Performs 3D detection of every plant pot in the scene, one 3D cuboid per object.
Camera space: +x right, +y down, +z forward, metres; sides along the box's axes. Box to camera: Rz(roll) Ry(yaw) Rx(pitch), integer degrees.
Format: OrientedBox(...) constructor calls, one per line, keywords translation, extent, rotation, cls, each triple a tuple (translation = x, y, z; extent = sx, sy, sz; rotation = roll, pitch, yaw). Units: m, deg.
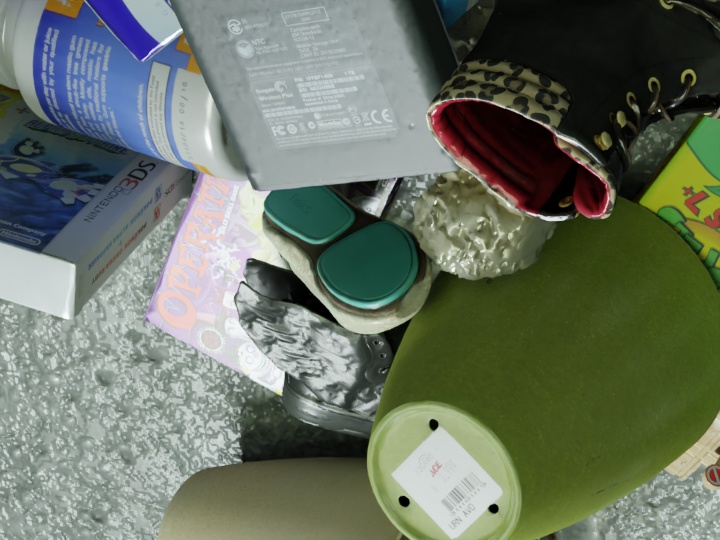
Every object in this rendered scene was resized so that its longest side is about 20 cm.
OrientedBox(translation=(-0.030, 0.198, 1.471), extent=(0.199, 0.187, 0.189), rotation=(13, 123, 31), cls="plant pot")
OrientedBox(translation=(0.090, 0.074, 1.264), extent=(0.186, 0.200, 0.189), rotation=(12, 117, 24), cls="plant pot")

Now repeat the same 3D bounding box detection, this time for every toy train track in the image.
OrientedBox(translation=(0.164, 0.091, 1.376), extent=(0.199, 0.033, 0.115), rotation=(34, 155, 5), cls="toy train track")

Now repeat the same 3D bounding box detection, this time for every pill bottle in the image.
OrientedBox(translation=(-0.138, -0.131, 1.345), extent=(0.199, 0.112, 0.113), rotation=(18, 124, 26), cls="pill bottle")

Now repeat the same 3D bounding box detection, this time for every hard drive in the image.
OrientedBox(translation=(-0.031, -0.136, 1.126), extent=(0.139, 0.033, 0.201), rotation=(-4, 123, 33), cls="hard drive")

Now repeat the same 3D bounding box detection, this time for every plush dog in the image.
OrientedBox(translation=(0.060, -0.123, 1.234), extent=(0.171, 0.200, 0.161), rotation=(33, 164, 28), cls="plush dog")

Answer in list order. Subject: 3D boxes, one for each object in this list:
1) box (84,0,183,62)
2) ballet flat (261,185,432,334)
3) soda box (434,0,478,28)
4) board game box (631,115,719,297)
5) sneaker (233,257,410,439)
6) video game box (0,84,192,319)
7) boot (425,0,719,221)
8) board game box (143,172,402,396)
OrientedBox(translation=(-0.058, -0.239, 1.217), extent=(0.199, 0.184, 0.105), rotation=(-35, 104, 33), cls="box")
OrientedBox(translation=(0.000, 0.000, 1.316), extent=(0.067, 0.200, 0.063), rotation=(-30, 119, -7), cls="ballet flat")
OrientedBox(translation=(0.088, -0.215, 1.157), extent=(0.068, 0.200, 0.064), rotation=(43, 161, 14), cls="soda box")
OrientedBox(translation=(0.215, -0.030, 1.308), extent=(0.101, 0.048, 0.201), rotation=(35, 125, 0), cls="board game box")
OrientedBox(translation=(0.017, 0.056, 1.410), extent=(0.198, 0.060, 0.105), rotation=(11, 128, 5), cls="sneaker")
OrientedBox(translation=(-0.227, -0.054, 1.391), extent=(0.198, 0.182, 0.047), rotation=(16, 119, 12), cls="video game box")
OrientedBox(translation=(0.138, -0.080, 1.064), extent=(0.199, 0.151, 0.073), rotation=(30, 142, 6), cls="boot")
OrientedBox(translation=(-0.056, -0.020, 1.436), extent=(0.119, 0.032, 0.201), rotation=(30, 125, 9), cls="board game box")
